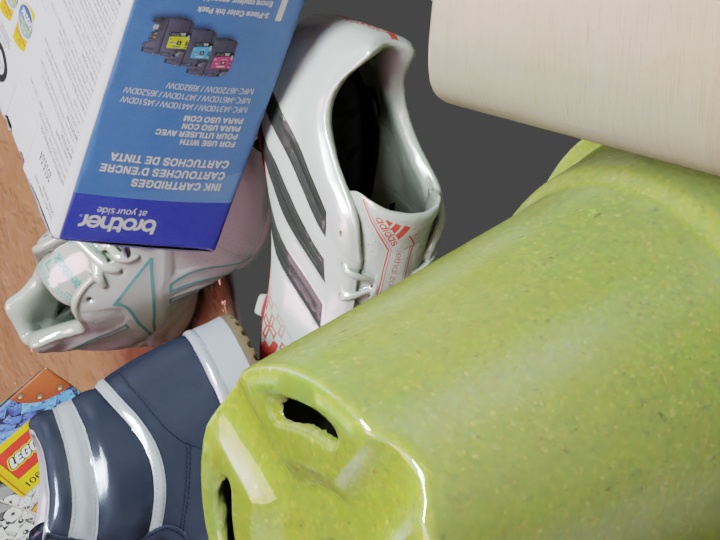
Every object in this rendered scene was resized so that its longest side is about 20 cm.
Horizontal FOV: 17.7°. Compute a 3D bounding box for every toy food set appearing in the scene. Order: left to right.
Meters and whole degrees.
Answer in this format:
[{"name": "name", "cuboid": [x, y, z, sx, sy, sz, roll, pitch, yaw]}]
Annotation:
[{"name": "toy food set", "cuboid": [0.102, -0.124, 0.694, 0.142, 0.060, 0.202, 17, 118, 23]}]

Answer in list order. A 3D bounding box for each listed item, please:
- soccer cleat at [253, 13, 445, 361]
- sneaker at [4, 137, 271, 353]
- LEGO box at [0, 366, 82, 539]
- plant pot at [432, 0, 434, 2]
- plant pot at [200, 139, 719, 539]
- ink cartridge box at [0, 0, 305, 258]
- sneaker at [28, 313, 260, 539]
[{"name": "soccer cleat", "cuboid": [0.000, 0.000, 0.905, 0.085, 0.068, 0.202, 4, 102, 55]}, {"name": "sneaker", "cuboid": [-0.097, -0.013, 1.029, 0.071, 0.080, 0.200, 61, 143, 17]}, {"name": "LEGO box", "cuboid": [-0.091, 0.162, 1.041, 0.149, 0.077, 0.201, 30, 153, 44]}, {"name": "plant pot", "cuboid": [0.049, -0.182, 0.787, 0.200, 0.027, 0.202, 30, 130, 44]}, {"name": "plant pot", "cuboid": [0.055, 0.066, 0.759, 0.200, 0.183, 0.202, 30, 129, 45]}, {"name": "ink cartridge box", "cuboid": [-0.088, -0.102, 0.916, 0.201, 0.076, 0.137, -66, 33, 30]}, {"name": "sneaker", "cuboid": [-0.061, 0.129, 0.894, 0.070, 0.108, 0.201, 150, 98, -76]}]
